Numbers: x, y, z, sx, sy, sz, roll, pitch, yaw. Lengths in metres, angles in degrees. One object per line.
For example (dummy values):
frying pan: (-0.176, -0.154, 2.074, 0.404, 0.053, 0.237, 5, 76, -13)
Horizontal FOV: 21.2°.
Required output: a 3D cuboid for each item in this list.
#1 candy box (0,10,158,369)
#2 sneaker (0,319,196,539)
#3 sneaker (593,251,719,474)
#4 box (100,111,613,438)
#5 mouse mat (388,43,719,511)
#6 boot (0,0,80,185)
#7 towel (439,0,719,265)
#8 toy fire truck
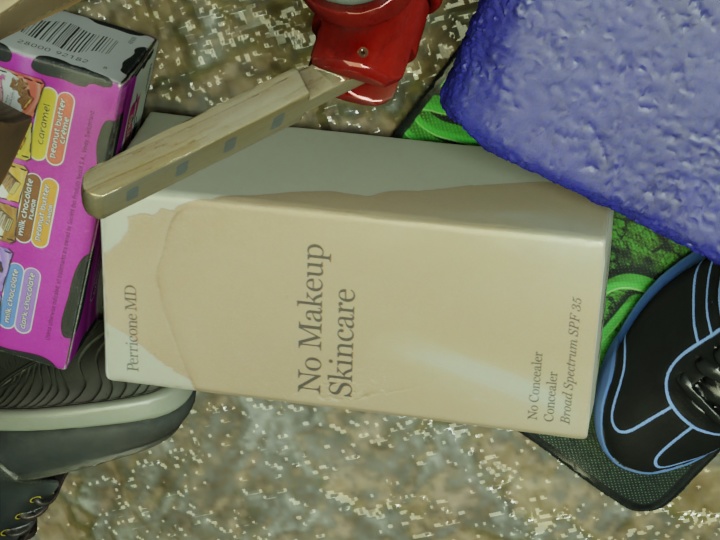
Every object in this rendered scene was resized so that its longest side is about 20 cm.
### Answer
candy box: (-0.197, -0.055, 0.805, 0.199, 0.061, 0.137, 17, 116, 1)
sneaker: (-0.148, 0.090, 0.867, 0.199, 0.075, 0.107, -9, 118, 25)
sneaker: (0.163, 0.020, 0.760, 0.070, 0.078, 0.200, 37, 116, -9)
box: (0.000, 0.000, 0.780, 0.199, 0.078, 0.095, 5, 118, 9)
mouse mat: (0.094, 0.001, 0.811, 0.200, 0.008, 0.161, 35, 117, -6)
boot: (-0.172, -0.133, 0.720, 0.155, 0.077, 0.201, 28, 98, 5)
towel: (0.131, -0.111, 0.689, 0.147, 0.050, 0.201, 26, 116, -2)
toy fire truck: (-0.021, -0.112, 0.644, 0.128, 0.176, 0.201, 12, 77, 14)
